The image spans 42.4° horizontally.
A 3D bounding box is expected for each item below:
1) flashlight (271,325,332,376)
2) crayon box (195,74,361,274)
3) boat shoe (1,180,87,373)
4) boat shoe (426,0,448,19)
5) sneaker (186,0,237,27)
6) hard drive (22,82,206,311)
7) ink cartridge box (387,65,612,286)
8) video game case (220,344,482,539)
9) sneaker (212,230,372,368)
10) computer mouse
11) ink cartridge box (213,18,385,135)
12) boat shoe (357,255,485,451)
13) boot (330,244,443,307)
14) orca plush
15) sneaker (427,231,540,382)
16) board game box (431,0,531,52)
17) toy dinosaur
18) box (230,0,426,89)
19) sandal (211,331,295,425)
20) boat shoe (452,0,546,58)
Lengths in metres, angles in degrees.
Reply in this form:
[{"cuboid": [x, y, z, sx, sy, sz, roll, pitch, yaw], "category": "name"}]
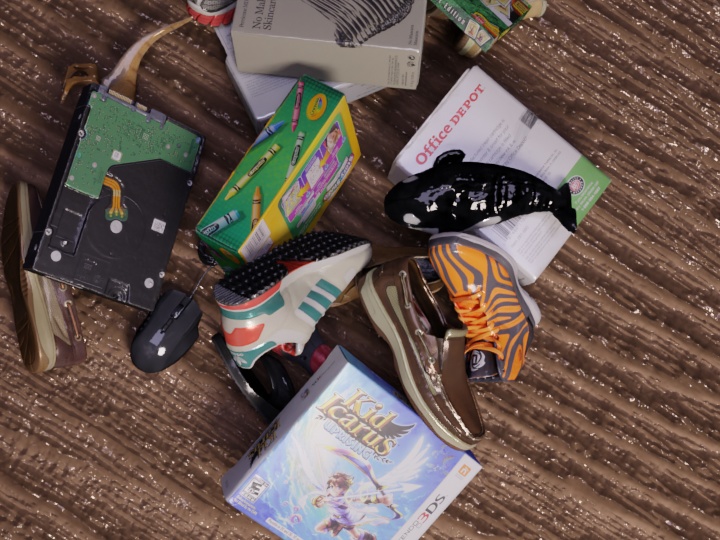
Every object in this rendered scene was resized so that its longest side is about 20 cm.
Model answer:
[{"cuboid": [-0.029, 0.102, 0.977, 0.200, 0.068, 0.068, 43, 116, -2], "category": "flashlight"}, {"cuboid": [-0.079, -0.086, 0.966, 0.058, 0.119, 0.201, 27, 74, 18], "category": "crayon box"}, {"cuboid": [-0.325, 0.004, 0.971, 0.071, 0.072, 0.202, -4, 73, -38], "category": "boat shoe"}, {"cuboid": [0.055, -0.366, 1.064, 0.068, 0.072, 0.201, -9, 66, -49], "category": "boat shoe"}, {"cuboid": [-0.119, -0.359, 1.017, 0.077, 0.082, 0.201, 29, 70, 12], "category": "sneaker"}, {"cuboid": [-0.251, -0.074, 0.962, 0.139, 0.038, 0.202, 23, 77, -37], "category": "hard drive"}, {"cuboid": [0.149, -0.102, 1.028, 0.200, 0.084, 0.146, 40, 81, 0], "category": "ink cartridge box"}, {"cuboid": [-0.006, 0.204, 0.933, 0.200, 0.045, 0.182, 39, 94, -24], "category": "video game case"}, {"cuboid": [-0.062, 0.028, 0.924, 0.199, 0.070, 0.094, -29, 125, -45], "category": "sneaker"}, {"cuboid": [-0.178, 0.023, 0.996, 0.058, 0.034, 0.201, 33, 79, -1], "category": "computer mouse"}, {"cuboid": [-0.059, -0.262, 1.045, 0.199, 0.044, 0.175, -24, 69, -9], "category": "ink cartridge box"}, {"cuboid": [0.074, 0.079, 0.916, 0.075, 0.075, 0.203, -33, 88, 31], "category": "boat shoe"}, {"cuboid": [0.000, 0.000, 1.001, 0.198, 0.075, 0.074, -4, 88, -4], "category": "boot"}, {"cuboid": [0.126, -0.068, 0.943, 0.198, 0.071, 0.106, 14, 88, -2], "category": "orca plush"}, {"cuboid": [0.126, 0.050, 0.956, 0.200, 0.077, 0.113, 43, 54, -39], "category": "sneaker"}, {"cuboid": [0.086, -0.324, 0.985, 0.200, 0.023, 0.105, 43, 49, 1], "category": "board game box"}, {"cuboid": [-0.267, -0.197, 1.010, 0.105, 0.060, 0.202, 17, 89, -25], "category": "toy dinosaur"}, {"cuboid": [-0.032, -0.251, 0.980, 0.198, 0.069, 0.083, 5, 66, 1], "category": "box"}, {"cuboid": [-0.082, 0.137, 0.975, 0.048, 0.075, 0.201, -39, 98, -3], "category": "sandal"}, {"cuboid": [0.183, -0.318, 1.073, 0.076, 0.072, 0.201, 36, 81, -17], "category": "boat shoe"}]
